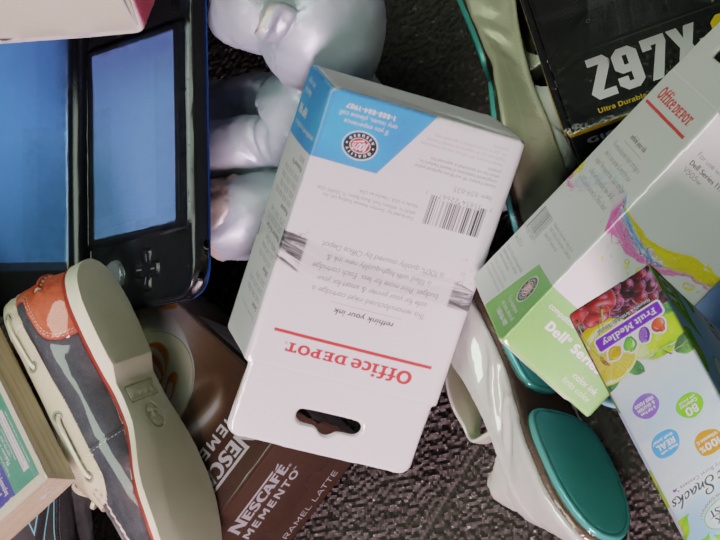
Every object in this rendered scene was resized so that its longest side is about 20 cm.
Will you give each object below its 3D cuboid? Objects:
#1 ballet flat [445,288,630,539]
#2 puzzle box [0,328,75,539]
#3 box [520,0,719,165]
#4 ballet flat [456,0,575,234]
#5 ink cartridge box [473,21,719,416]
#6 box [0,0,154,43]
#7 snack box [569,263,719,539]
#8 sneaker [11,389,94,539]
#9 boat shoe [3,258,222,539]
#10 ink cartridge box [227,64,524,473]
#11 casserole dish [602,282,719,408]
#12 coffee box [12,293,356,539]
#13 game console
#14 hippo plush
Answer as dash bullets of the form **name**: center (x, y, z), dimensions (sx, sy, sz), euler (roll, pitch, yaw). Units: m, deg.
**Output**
- **ballet flat**: center (0.090, 0.089, 1.248), dimensions (0.069, 0.069, 0.200), euler (-34, 53, 15)
- **puzzle box**: center (-0.249, 0.076, 1.275), dimensions (0.133, 0.025, 0.200), euler (-41, 63, 22)
- **box**: center (0.190, -0.163, 1.263), dimensions (0.200, 0.049, 0.160), euler (-19, 64, 7)
- **ballet flat**: center (0.100, -0.111, 1.317), dimensions (0.069, 0.069, 0.200), euler (-24, 61, 21)
- **ink cartridge box**: center (0.155, -0.032, 1.165), dimensions (0.200, 0.067, 0.117), euler (-47, 14, 9)
- **box**: center (-0.171, -0.235, 1.290), dimensions (0.128, 0.109, 0.200), euler (-3, 46, 19)
- **snack box**: center (0.186, 0.096, 1.096), dimensions (0.053, 0.200, 0.142), euler (-35, 57, 13)
- **sneaker**: center (-0.189, 0.172, 1.319), dimensions (0.075, 0.079, 0.200), euler (1, 108, 52)
- **boat shoe**: center (-0.138, 0.094, 1.250), dimensions (0.063, 0.071, 0.200), euler (-26, 83, 22)
- **ink cartridge box**: center (0.000, 0.000, 1.250), dimensions (0.067, 0.116, 0.200), euler (-128, 55, -69)
- **casserole dish**: center (0.188, -0.002, 1.234), dimensions (0.200, 0.039, 0.121), euler (-35, 57, 14)
- **coffee box**: center (-0.109, 0.081, 1.350), dimensions (0.200, 0.080, 0.114), euler (39, 94, 35)
- **game console**: center (-0.181, -0.077, 1.305), dimensions (0.171, 0.118, 0.200), euler (-11, 78, 50)
- **hippo plush**: center (-0.041, -0.102, 1.305), dimensions (0.159, 0.161, 0.200), euler (-33, 49, -21)
